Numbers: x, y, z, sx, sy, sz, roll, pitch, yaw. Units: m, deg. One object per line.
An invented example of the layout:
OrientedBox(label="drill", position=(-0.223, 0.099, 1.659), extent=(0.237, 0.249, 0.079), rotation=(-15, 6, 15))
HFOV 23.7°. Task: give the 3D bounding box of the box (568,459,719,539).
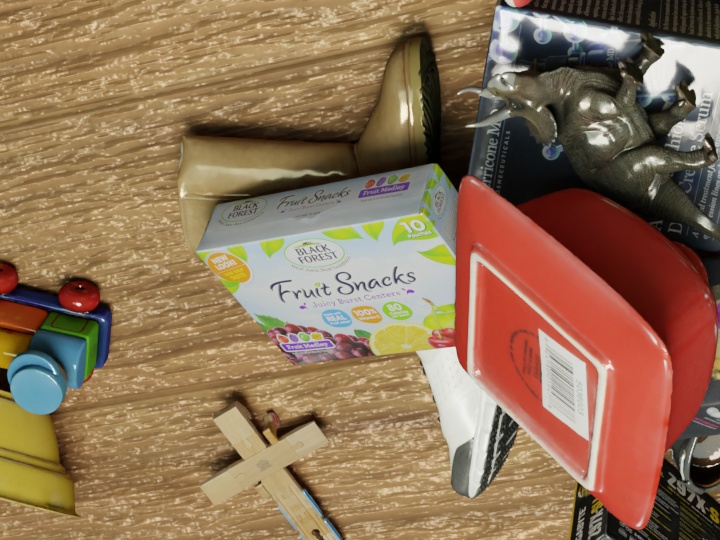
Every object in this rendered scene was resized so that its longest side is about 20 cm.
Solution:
OrientedBox(label="box", position=(0.251, 0.228, 1.315), extent=(0.199, 0.160, 0.049), rotation=(39, 116, -9))

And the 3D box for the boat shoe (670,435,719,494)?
OrientedBox(label="boat shoe", position=(0.306, 0.085, 1.290), extent=(0.071, 0.068, 0.201), rotation=(32, 114, -6))

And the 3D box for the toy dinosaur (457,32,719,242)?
OrientedBox(label="toy dinosaur", position=(0.170, -0.087, 1.121), extent=(0.200, 0.077, 0.102), rotation=(41, 130, -18))

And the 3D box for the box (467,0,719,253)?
OrientedBox(label="box", position=(0.183, -0.115, 1.195), extent=(0.198, 0.107, 0.150), rotation=(11, 117, 7))

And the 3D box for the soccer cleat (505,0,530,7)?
OrientedBox(label="soccer cleat", position=(0.110, -0.273, 1.128), extent=(0.084, 0.069, 0.202), rotation=(14, 88, 16))

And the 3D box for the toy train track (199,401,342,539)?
OrientedBox(label="toy train track", position=(-0.056, 0.184, 1.428), extent=(0.114, 0.033, 0.201), rotation=(-29, 113, 14))

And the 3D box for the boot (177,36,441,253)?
OrientedBox(label="boot", position=(-0.040, -0.088, 1.275), extent=(0.198, 0.066, 0.177), rotation=(2, 115, 11))

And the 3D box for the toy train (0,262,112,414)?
OrientedBox(label="toy train", position=(-0.308, 0.053, 1.363), extent=(0.198, 0.116, 0.085), rotation=(12, 117, 5))

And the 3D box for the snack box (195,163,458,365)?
OrientedBox(label="snack box", position=(0.000, 0.000, 1.246), extent=(0.198, 0.053, 0.143), rotation=(-9, 134, 34))

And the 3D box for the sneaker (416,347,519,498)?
OrientedBox(label="sneaker", position=(0.082, 0.082, 1.338), extent=(0.079, 0.074, 0.202), rotation=(11, 113, 22))

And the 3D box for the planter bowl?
OrientedBox(label="planter bowl", position=(-0.313, 0.135, 1.397), extent=(0.198, 0.200, 0.084), rotation=(15, 82, 4))

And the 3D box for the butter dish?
OrientedBox(label="butter dish", position=(0.166, 0.030, 1.121), extent=(0.199, 0.147, 0.201), rotation=(44, 152, 34))

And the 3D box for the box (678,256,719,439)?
OrientedBox(label="box", position=(0.259, 0.055, 1.211), extent=(0.198, 0.122, 0.107), rotation=(-10, 73, 30))
